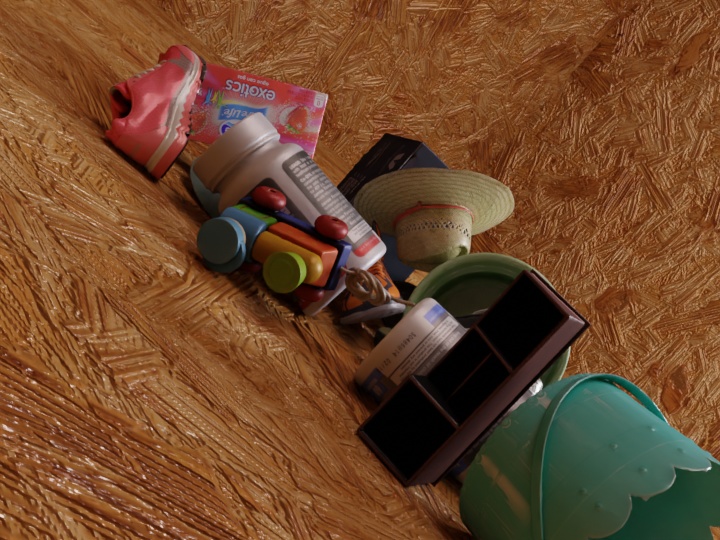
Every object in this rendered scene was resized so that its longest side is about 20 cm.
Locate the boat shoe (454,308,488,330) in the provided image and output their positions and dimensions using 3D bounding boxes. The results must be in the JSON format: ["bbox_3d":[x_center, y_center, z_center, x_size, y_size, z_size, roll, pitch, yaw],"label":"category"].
[{"bbox_3d":[0.126,0.083,1.188,0.068,0.199,0.072,-32,107,-72],"label":"boat shoe"}]

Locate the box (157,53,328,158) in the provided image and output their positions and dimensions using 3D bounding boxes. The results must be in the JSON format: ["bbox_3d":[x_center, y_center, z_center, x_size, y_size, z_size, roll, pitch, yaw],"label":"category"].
[{"bbox_3d":[-0.156,-0.200,1.301,0.199,0.095,0.103,11,9,-24],"label":"box"}]

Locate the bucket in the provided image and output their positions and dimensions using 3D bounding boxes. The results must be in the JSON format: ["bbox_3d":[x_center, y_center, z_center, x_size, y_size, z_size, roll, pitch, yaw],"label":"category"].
[{"bbox_3d":[0.189,0.191,0.851,0.135,0.207,0.207,43,6,39],"label":"bucket"}]

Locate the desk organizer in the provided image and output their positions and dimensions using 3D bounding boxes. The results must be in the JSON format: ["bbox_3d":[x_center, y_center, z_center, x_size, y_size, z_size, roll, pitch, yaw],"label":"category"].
[{"bbox_3d":[0.095,0.090,0.888,0.072,0.200,0.077,46,10,21],"label":"desk organizer"}]

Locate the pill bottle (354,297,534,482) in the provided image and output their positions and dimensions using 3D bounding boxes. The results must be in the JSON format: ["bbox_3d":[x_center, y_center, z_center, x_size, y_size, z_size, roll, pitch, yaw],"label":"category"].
[{"bbox_3d":[0.100,0.132,1.014,0.200,0.114,0.114,44,7,8],"label":"pill bottle"}]

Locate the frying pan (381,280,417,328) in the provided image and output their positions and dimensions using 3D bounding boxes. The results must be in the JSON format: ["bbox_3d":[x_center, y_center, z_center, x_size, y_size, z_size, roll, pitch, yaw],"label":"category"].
[{"bbox_3d":[0.080,0.096,1.386,0.115,0.031,0.190,7,-52,45],"label":"frying pan"}]

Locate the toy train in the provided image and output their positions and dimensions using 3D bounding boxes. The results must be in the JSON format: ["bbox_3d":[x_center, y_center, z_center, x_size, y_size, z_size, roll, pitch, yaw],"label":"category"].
[{"bbox_3d":[-0.050,-0.004,0.984,0.200,0.085,0.116,25,16,13],"label":"toy train"}]

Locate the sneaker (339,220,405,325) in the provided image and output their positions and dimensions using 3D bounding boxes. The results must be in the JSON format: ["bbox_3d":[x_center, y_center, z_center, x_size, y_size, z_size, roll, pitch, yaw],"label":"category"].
[{"bbox_3d":[0.000,0.000,1.231,0.200,0.077,0.112,-159,-123,-83],"label":"sneaker"}]

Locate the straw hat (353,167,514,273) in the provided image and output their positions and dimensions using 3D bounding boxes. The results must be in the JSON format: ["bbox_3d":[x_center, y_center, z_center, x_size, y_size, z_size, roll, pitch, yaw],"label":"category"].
[{"bbox_3d":[0.090,-0.045,1.288,0.201,0.201,0.085,34,50,-49],"label":"straw hat"}]

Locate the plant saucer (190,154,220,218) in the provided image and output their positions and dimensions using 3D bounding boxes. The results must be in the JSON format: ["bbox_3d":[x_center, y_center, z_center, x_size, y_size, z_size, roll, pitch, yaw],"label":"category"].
[{"bbox_3d":[-0.103,-0.082,1.225,0.201,0.039,0.201,32,26,-18],"label":"plant saucer"}]

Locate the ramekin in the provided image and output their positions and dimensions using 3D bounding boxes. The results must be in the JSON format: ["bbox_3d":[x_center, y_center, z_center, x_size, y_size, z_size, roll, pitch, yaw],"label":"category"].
[{"bbox_3d":[0.149,0.083,1.265,0.200,0.200,0.098,43,0,7],"label":"ramekin"}]

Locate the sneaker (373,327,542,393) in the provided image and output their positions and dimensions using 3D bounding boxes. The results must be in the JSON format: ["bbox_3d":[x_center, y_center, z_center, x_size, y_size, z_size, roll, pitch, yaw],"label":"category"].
[{"bbox_3d":[0.108,0.110,1.129,0.200,0.089,0.077,30,-38,12],"label":"sneaker"}]

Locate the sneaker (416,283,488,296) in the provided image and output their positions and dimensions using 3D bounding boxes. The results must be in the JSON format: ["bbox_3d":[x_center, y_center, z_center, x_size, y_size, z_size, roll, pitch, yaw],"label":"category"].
[{"bbox_3d":[0.112,0.039,1.404,0.199,0.083,0.071,-16,-90,55],"label":"sneaker"}]

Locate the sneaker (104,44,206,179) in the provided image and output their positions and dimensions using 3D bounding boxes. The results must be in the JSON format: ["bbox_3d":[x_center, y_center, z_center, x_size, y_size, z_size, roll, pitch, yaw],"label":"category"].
[{"bbox_3d":[-0.223,-0.191,1.126,0.087,0.074,0.200,27,39,-25],"label":"sneaker"}]

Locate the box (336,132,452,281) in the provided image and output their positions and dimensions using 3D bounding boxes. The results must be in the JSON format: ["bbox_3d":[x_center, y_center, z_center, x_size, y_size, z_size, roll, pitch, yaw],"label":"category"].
[{"bbox_3d":[0.035,-0.080,1.483,0.117,0.197,0.200,42,0,-17],"label":"box"}]

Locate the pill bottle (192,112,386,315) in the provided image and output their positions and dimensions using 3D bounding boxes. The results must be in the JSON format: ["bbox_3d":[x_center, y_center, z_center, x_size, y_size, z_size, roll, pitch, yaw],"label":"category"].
[{"bbox_3d":[-0.076,-0.061,1.106,0.200,0.114,0.114,50,7,0],"label":"pill bottle"}]
